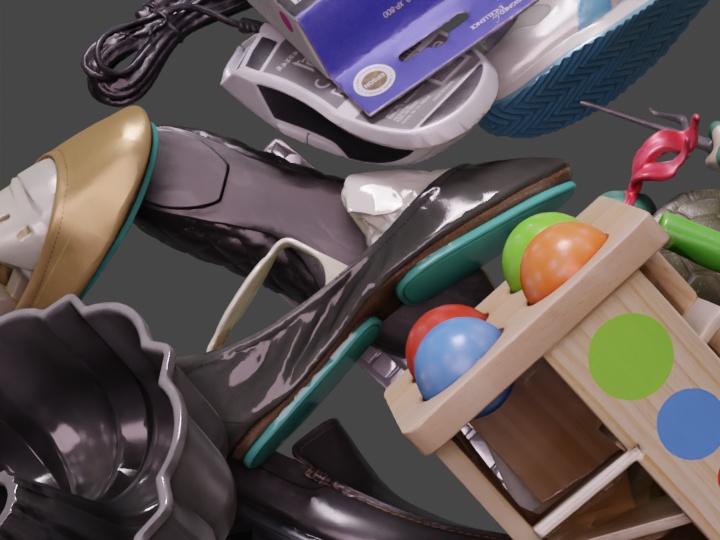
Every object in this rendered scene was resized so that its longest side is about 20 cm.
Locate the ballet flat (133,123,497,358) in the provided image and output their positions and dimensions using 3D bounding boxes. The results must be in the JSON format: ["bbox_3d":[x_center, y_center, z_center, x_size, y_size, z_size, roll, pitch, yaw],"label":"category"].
[{"bbox_3d":[-0.022,-0.014,1.091,0.200,0.057,0.067,27,84,4],"label":"ballet flat"}]

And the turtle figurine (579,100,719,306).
[{"bbox_3d":[0.164,0.011,1.052,0.200,0.101,0.150,30,89,2],"label":"turtle figurine"}]

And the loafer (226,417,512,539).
[{"bbox_3d":[-0.019,0.100,1.064,0.200,0.073,0.072,12,77,6],"label":"loafer"}]

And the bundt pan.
[{"bbox_3d":[-0.131,0.115,0.987,0.202,0.076,0.202,-24,45,26],"label":"bundt pan"}]

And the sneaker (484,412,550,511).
[{"bbox_3d":[0.113,0.093,1.046,0.088,0.075,0.200,-31,94,5],"label":"sneaker"}]

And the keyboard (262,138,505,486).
[{"bbox_3d":[0.017,0.022,1.104,0.200,0.011,0.056,41,86,10],"label":"keyboard"}]

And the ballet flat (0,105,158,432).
[{"bbox_3d":[-0.158,0.008,1.058,0.063,0.069,0.200,19,111,-29],"label":"ballet flat"}]

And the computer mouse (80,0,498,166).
[{"bbox_3d":[-0.023,-0.087,1.070,0.200,0.044,0.110,26,57,34],"label":"computer mouse"}]

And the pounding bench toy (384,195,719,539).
[{"bbox_3d":[0.126,0.034,0.946,0.200,0.124,0.156,-42,96,1],"label":"pounding bench toy"}]

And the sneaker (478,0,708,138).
[{"bbox_3d":[0.115,-0.143,1.096,0.081,0.077,0.200,42,80,19],"label":"sneaker"}]

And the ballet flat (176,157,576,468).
[{"bbox_3d":[0.000,0.000,1.030,0.200,0.068,0.068,-40,79,-5],"label":"ballet flat"}]

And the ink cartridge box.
[{"bbox_3d":[-0.014,-0.153,1.070,0.095,0.037,0.200,-35,49,-9],"label":"ink cartridge box"}]
